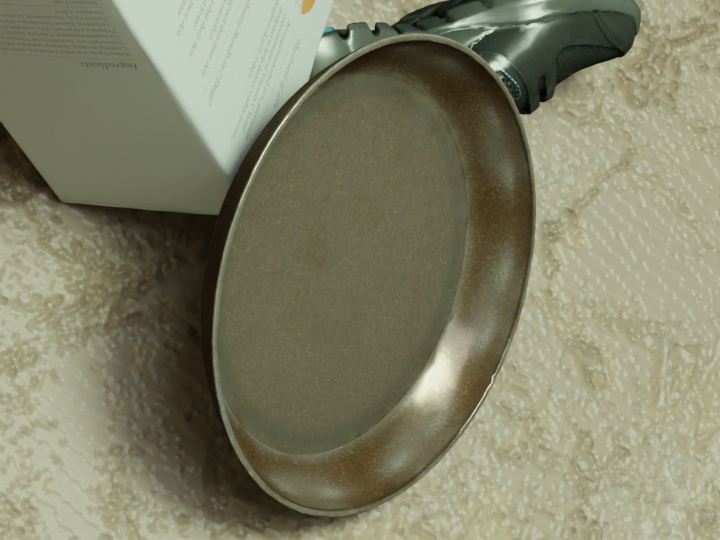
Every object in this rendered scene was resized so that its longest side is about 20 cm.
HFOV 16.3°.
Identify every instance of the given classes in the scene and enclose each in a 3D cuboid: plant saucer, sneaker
[{"bbox_3d":[0.000,0.000,1.028,0.199,0.032,0.202,-23,121,-44],"label":"plant saucer"},{"bbox_3d":[0.041,-0.079,1.118,0.199,0.073,0.083,-16,97,-26],"label":"sneaker"}]

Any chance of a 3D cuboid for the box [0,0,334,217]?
[{"bbox_3d":[-0.097,-0.128,0.971,0.200,0.097,0.125,59,43,-52],"label":"box"}]
